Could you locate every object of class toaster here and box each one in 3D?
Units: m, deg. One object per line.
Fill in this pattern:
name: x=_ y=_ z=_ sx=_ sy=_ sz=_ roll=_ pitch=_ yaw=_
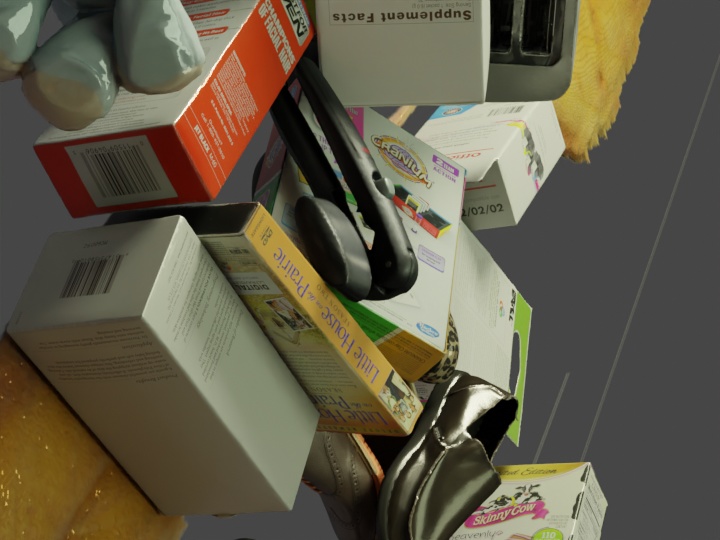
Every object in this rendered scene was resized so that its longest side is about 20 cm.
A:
toaster: x=0.085 y=-0.225 z=1.288 sx=0.119 sy=0.179 sz=0.201 roll=-69 pitch=163 yaw=-68

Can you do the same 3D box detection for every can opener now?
can opener: x=-0.014 y=-0.064 z=1.080 sx=0.079 sy=0.063 sz=0.201 roll=46 pitch=22 yaw=-56

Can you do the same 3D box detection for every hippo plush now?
hippo plush: x=-0.174 y=-0.197 z=0.991 sx=0.161 sy=0.158 sz=0.201 roll=-108 pitch=-162 yaw=-70

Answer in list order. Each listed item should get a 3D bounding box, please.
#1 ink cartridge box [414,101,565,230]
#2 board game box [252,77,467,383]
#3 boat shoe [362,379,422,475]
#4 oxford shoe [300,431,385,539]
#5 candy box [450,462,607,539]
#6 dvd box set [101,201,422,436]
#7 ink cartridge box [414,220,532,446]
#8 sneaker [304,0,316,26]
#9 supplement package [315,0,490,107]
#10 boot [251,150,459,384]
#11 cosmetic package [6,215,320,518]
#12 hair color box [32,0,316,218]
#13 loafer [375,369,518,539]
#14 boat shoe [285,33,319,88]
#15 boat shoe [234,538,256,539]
ink cartridge box: x=0.098 y=-0.089 z=1.469 sx=0.200 sy=0.114 sz=0.068 roll=-51 pitch=128 yaw=-53
board game box: x=-0.001 y=-0.036 z=1.159 sx=0.152 sy=0.040 sz=0.201 roll=31 pitch=40 yaw=-18
boat shoe: x=0.029 y=0.168 z=1.337 sx=0.065 sy=0.072 sz=0.202 roll=-23 pitch=105 yaw=-74
oxford shoe: x=-0.035 y=0.140 z=1.238 sx=0.073 sy=0.071 sz=0.201 roll=-33 pitch=118 yaw=-31
candy box: x=0.129 y=0.262 z=1.429 sx=0.061 sy=0.136 sz=0.201 roll=64 pitch=32 yaw=-34
dvd box set: x=-0.065 y=0.035 z=1.069 sx=0.200 sy=0.146 sz=0.029 roll=51 pitch=55 yaw=-32
ink cartridge box: x=0.080 y=0.057 z=1.446 sx=0.200 sy=0.075 sz=0.149 roll=47 pitch=44 yaw=-51
sneaker: x=-0.033 y=-0.271 z=1.301 sx=0.076 sy=0.076 sz=0.201 roll=-58 pitch=135 yaw=-53
supplement package: x=0.031 y=-0.229 z=1.153 sx=0.121 sy=0.119 sz=0.201 roll=-77 pitch=165 yaw=-66
boot: x=0.000 y=0.000 z=1.258 sx=0.201 sy=0.073 sz=0.150 roll=58 pitch=14 yaw=26
cosmetic package: x=-0.119 y=0.067 z=1.030 sx=0.200 sy=0.107 sz=0.085 roll=59 pitch=36 yaw=-41
hair color box: x=-0.117 y=-0.121 z=1.072 sx=0.064 sy=0.110 sz=0.201 roll=65 pitch=33 yaw=-33
loafer: x=0.070 y=0.157 z=1.259 sx=0.073 sy=0.071 sz=0.201 roll=61 pitch=40 yaw=-40
boat shoe: x=-0.018 y=-0.092 z=1.305 sx=0.074 sy=0.060 sz=0.201 roll=-35 pitch=115 yaw=-61
boat shoe: x=-0.036 y=0.247 z=1.184 sx=0.200 sy=0.074 sz=0.074 roll=44 pitch=47 yaw=-52
